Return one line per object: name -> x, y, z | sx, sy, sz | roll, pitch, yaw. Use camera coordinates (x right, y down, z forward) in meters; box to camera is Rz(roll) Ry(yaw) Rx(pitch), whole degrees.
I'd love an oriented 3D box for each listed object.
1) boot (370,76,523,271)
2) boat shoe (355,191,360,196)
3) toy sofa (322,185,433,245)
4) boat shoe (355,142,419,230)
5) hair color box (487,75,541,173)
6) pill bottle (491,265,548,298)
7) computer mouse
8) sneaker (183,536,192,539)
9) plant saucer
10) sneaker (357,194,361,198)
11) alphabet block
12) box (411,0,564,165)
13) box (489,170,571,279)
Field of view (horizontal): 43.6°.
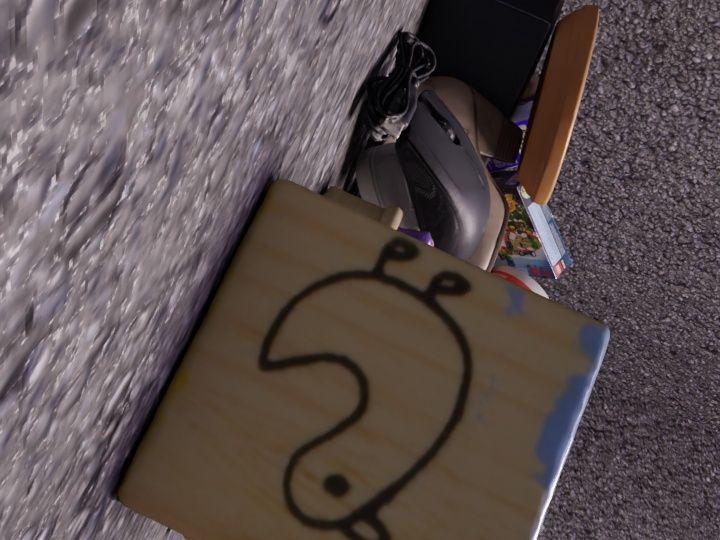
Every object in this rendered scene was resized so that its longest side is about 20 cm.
boot -> 0.077, -0.090, 0.894 | 0.070, 0.146, 0.200 | 180, -76, -70
boat shoe -> 0.021, -0.044, 1.044 | 0.200, 0.068, 0.072 | 96, 19, -81
toy sofa -> -0.021, 0.043, 0.723 | 0.083, 0.097, 0.200 | -60, 174, -68
boat shoe -> 0.064, -0.029, 0.849 | 0.072, 0.068, 0.200 | -37, 110, -55
hair color box -> 0.142, -0.168, 1.125 | 0.065, 0.200, 0.109 | 61, 35, -28
pill bottle -> 0.138, 0.090, 1.098 | 0.200, 0.112, 0.113 | -39, 164, -28
computer mouse -> 0.069, -0.087, 0.745 | 0.139, 0.053, 0.200 | -68, 144, -46
sneaker -> -0.087, 0.165, 0.766 | 0.200, 0.078, 0.077 | -58, 162, -77
plant saucer -> 0.192, -0.165, 0.900 | 0.200, 0.037, 0.201 | 14, 90, -83
sneaker -> 0.000, 0.000, 0.883 | 0.071, 0.083, 0.200 | 109, 5, -60
alphabet block -> 0.002, 0.093, 0.540 | 0.196, 0.200, 0.196 | 105, 9, -73
box -> 0.137, -0.251, 0.973 | 0.200, 0.123, 0.199 | 110, 6, -48
box -> 0.156, -0.060, 1.146 | 0.200, 0.137, 0.038 | 5, -138, 50
